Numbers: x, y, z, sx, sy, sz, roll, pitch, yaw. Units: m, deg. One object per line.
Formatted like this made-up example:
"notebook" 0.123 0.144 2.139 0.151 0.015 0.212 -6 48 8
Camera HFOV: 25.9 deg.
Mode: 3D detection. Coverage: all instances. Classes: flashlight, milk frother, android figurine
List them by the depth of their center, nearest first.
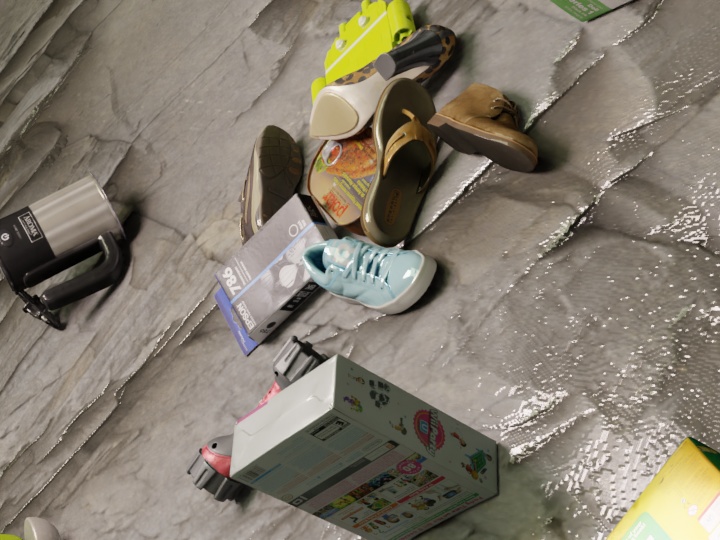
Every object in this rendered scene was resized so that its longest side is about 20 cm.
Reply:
"flashlight" -0.115 0.165 1.762 0.200 0.068 0.068 -56 34 9
"android figurine" 0.005 -0.269 2.000 0.182 0.041 0.200 -41 36 30
"milk frother" -0.453 -0.022 2.397 0.188 0.181 0.200 -27 -6 -11

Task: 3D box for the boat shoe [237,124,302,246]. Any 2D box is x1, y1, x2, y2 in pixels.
"boat shoe" -0.127 -0.103 2.015 0.073 0.074 0.200 -34 37 37

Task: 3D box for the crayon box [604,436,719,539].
"crayon box" 0.231 0.239 1.174 0.200 0.058 0.119 -54 30 10

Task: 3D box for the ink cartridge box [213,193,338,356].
"ink cartridge box" -0.108 0.007 1.884 0.200 0.039 0.099 -45 62 27

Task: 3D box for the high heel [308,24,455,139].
"high heel" 0.029 -0.222 1.883 0.143 0.071 0.200 -30 -4 -43

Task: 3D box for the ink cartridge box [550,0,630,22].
"ink cartridge box" 0.285 -0.361 1.606 0.200 0.084 0.146 -17 51 50

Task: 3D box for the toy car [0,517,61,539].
"toy car" -0.456 0.414 2.001 0.200 0.175 0.150 -150 54 -60

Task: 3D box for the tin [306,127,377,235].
"tin" -0.004 -0.111 1.872 0.112 0.042 0.200 -51 30 7

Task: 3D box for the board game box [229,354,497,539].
"board game box" 0.004 0.172 1.437 0.148 0.200 0.064 -35 38 36

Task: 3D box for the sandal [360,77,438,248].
"sandal" 0.051 -0.123 1.755 0.054 0.080 0.200 -25 49 61

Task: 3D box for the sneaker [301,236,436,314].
"sneaker" 0.000 0.000 1.719 0.200 0.082 0.074 -4 61 56

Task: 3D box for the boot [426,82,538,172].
"boot" 0.141 -0.158 1.667 0.075 0.074 0.200 -49 27 -2
